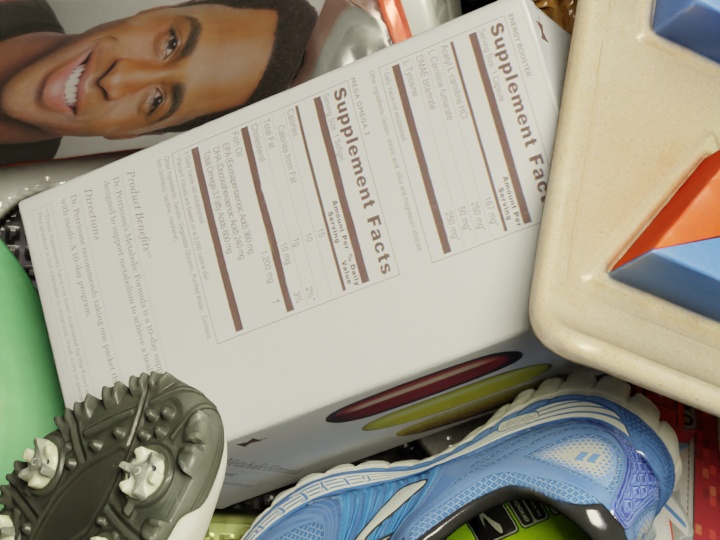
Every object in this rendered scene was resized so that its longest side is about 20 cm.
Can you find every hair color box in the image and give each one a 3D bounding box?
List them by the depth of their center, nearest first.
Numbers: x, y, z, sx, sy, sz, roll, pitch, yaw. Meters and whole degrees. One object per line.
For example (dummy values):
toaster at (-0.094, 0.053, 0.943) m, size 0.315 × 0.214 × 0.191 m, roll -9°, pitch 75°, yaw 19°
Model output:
hair color box at (-0.118, -0.091, 0.846) m, size 0.199 × 0.102 × 0.062 m, roll -10°, pitch 60°, yaw -25°

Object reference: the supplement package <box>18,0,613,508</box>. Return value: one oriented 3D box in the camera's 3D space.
supplement package at (0.000, 0.000, 0.823) m, size 0.199 × 0.114 × 0.110 m, roll -21°, pitch 74°, yaw 19°

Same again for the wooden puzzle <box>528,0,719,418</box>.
wooden puzzle at (0.151, -0.036, 0.763) m, size 0.184 × 0.046 × 0.201 m, roll 21°, pitch 60°, yaw -21°

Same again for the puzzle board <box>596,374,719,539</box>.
puzzle board at (0.159, 0.068, 0.899) m, size 0.150 × 0.017 × 0.201 m, roll 20°, pitch 45°, yaw -11°

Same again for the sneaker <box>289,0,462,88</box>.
sneaker at (0.005, -0.046, 0.929) m, size 0.081 × 0.077 × 0.202 m, roll -10°, pitch 79°, yaw 15°

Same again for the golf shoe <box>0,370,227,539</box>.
golf shoe at (-0.088, 0.120, 0.789) m, size 0.088 × 0.201 × 0.077 m, roll 13°, pitch 27°, yaw -38°

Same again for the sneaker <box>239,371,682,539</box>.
sneaker at (0.016, 0.107, 0.808) m, size 0.079 × 0.199 × 0.089 m, roll 52°, pitch 28°, yaw -11°

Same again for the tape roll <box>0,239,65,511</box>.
tape roll at (-0.206, 0.057, 0.838) m, size 0.199 × 0.048 × 0.202 m, roll 5°, pitch 70°, yaw -13°

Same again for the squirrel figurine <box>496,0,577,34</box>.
squirrel figurine at (0.132, -0.112, 0.925) m, size 0.187 × 0.141 × 0.200 m, roll 47°, pitch 29°, yaw -15°
